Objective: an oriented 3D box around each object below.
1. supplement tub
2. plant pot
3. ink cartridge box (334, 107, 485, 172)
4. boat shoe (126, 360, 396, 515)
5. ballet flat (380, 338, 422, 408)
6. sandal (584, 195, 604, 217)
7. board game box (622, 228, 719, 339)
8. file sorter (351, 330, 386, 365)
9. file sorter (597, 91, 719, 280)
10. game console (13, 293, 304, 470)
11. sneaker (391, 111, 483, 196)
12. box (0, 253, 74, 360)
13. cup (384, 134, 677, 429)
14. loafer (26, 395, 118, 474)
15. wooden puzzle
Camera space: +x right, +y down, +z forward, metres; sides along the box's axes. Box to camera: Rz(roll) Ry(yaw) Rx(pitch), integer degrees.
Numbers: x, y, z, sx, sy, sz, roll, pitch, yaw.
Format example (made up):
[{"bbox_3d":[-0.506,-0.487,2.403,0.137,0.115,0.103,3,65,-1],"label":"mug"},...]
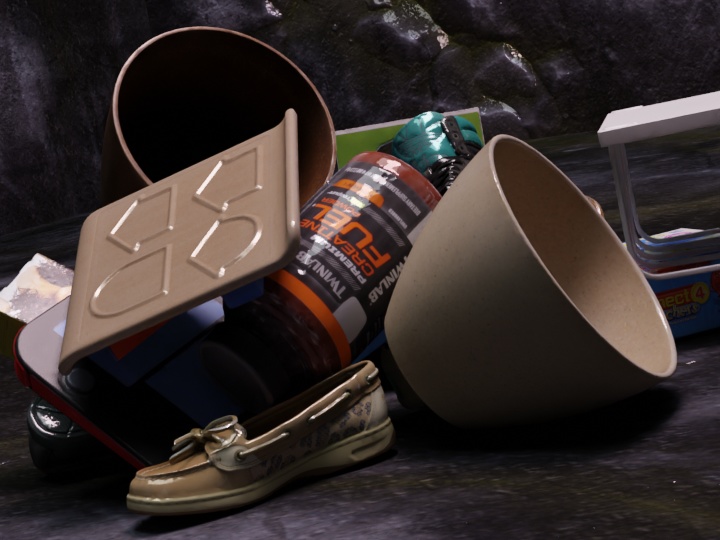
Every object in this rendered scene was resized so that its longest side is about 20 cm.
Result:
[{"bbox_3d":[-0.026,0.012,1.300,0.200,0.107,0.107,-47,25,-26],"label":"supplement tub"},{"bbox_3d":[-0.143,-0.068,1.499,0.186,0.188,0.200,-16,-20,-32],"label":"plant pot"},{"bbox_3d":[0.067,-0.044,1.665,0.147,0.201,0.076,-8,8,17],"label":"ink cartridge box"},{"bbox_3d":[-0.070,0.115,1.213,0.199,0.063,0.073,-16,10,-32],"label":"boat shoe"},{"bbox_3d":[0.111,0.057,1.364,0.199,0.070,0.069,-16,9,-14],"label":"ballet flat"},{"bbox_3d":[0.180,-0.029,1.525,0.054,0.082,0.200,13,5,9],"label":"sandal"},{"bbox_3d":[0.242,0.015,1.531,0.195,0.056,0.200,-13,8,-19],"label":"board game box"},{"bbox_3d":[0.000,0.000,1.543,0.139,0.123,0.200,-38,0,21],"label":"file sorter"},{"bbox_3d":[0.276,-0.075,1.466,0.138,0.125,0.200,-10,7,12],"label":"file sorter"},{"bbox_3d":[-0.135,0.061,1.317,0.176,0.031,0.200,32,43,19],"label":"game console"},{"bbox_3d":[0.066,-0.073,1.492,0.084,0.121,0.200,-40,-13,19],"label":"sneaker"},{"bbox_3d":[-0.180,0.062,1.365,0.199,0.050,0.075,24,44,9],"label":"box"},{"bbox_3d":[0.102,0.029,1.245,0.143,0.201,0.200,-39,-3,22],"label":"cup"},{"bbox_3d":[-0.165,0.108,1.404,0.199,0.063,0.072,-12,50,-25],"label":"loafer"},{"bbox_3d":[-0.120,-0.015,1.277,0.199,0.046,0.186,-28,30,14],"label":"wooden puzzle"}]
